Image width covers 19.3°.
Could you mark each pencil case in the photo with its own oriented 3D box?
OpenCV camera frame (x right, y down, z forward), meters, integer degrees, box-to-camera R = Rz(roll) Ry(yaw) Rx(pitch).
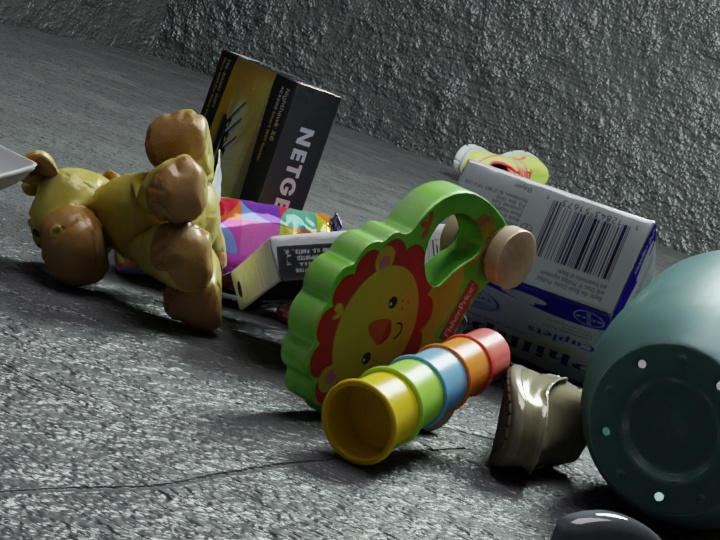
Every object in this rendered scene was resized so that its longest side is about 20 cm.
[{"bbox_3d":[-0.117,-0.024,1.868,0.198,0.089,0.088,8,10,-11],"label":"pencil case"}]

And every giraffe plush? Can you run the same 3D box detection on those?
[{"bbox_3d":[-0.198,-0.044,1.731,0.161,0.174,0.200,-4,19,1],"label":"giraffe plush"}]

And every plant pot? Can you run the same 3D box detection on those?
[{"bbox_3d":[0.250,0.097,1.536,0.199,0.202,0.161,21,19,24],"label":"plant pot"}]

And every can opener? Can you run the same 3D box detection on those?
[{"bbox_3d":[0.193,0.189,1.241,0.199,0.067,0.053,17,5,-35],"label":"can opener"}]

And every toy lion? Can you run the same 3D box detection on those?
[{"bbox_3d":[0.026,0.021,1.563,0.068,0.201,0.192,25,-8,37],"label":"toy lion"}]

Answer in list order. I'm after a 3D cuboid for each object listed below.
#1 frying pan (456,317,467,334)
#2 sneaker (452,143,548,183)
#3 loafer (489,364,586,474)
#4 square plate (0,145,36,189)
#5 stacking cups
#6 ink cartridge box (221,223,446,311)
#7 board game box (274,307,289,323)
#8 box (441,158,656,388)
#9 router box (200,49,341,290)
[{"bbox_3d":[0.047,0.040,1.709,0.114,0.031,0.190,5,-24,-25],"label":"frying pan"},{"bbox_3d":[0.260,-0.166,3.739,0.199,0.079,0.090,4,22,-35],"label":"sneaker"},{"bbox_3d":[0.140,0.110,1.594,0.068,0.076,0.200,12,7,8],"label":"loafer"},{"bbox_3d":[-0.393,-0.076,1.689,0.199,0.029,0.197,-22,32,-40],"label":"square plate"},{"bbox_3d":[0.051,0.083,1.498,0.060,0.061,0.200,21,22,28],"label":"stacking cups"},{"bbox_3d":[0.000,0.000,1.750,0.197,0.044,0.200,-5,-7,-16],"label":"ink cartridge box"},{"bbox_3d":[0.028,0.058,1.903,0.199,0.020,0.103,9,9,-46],"label":"board game box"},{"bbox_3d":[0.168,0.010,1.946,0.183,0.105,0.200,20,-20,16],"label":"box"},{"bbox_3d":[-0.107,-0.092,1.987,0.052,0.201,0.157,15,7,-34],"label":"router box"}]
